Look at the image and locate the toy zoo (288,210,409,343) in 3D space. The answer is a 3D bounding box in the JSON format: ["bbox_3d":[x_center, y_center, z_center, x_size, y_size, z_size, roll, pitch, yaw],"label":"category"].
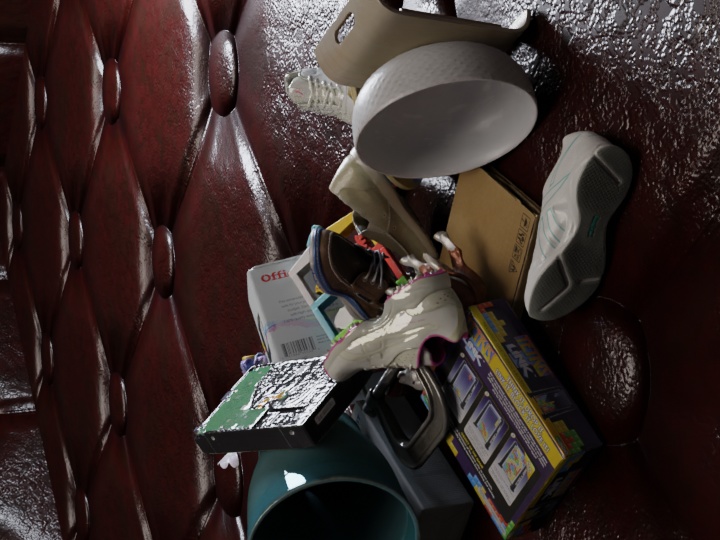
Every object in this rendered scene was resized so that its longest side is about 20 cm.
[{"bbox_3d":[-0.013,0.012,1.605,0.131,0.020,0.200,-42,59,13],"label":"toy zoo"}]

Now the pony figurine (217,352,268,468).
[{"bbox_3d":[-0.129,0.223,1.858,0.193,0.165,0.201,45,-145,-82],"label":"pony figurine"}]

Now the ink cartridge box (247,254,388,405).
[{"bbox_3d":[-0.058,0.083,1.663,0.083,0.145,0.201,94,159,-55],"label":"ink cartridge box"}]

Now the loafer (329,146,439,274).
[{"bbox_3d":[0.028,-0.061,1.477,0.200,0.068,0.076,53,-174,-30],"label":"loafer"}]

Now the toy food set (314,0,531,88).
[{"bbox_3d":[0.067,-0.252,1.335,0.143,0.199,0.061,137,130,-56],"label":"toy food set"}]

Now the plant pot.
[{"bbox_3d":[-0.045,0.267,1.473,0.188,0.199,0.201,-109,27,-59],"label":"plant pot"}]

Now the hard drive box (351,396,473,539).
[{"bbox_3d":[0.048,0.284,1.564,0.200,0.076,0.157,55,138,47],"label":"hard drive box"}]

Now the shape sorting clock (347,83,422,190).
[{"bbox_3d":[0.030,-0.191,1.457,0.039,0.200,0.201,-18,73,25],"label":"shape sorting clock"}]

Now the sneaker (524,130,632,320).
[{"bbox_3d":[0.210,-0.044,1.235,0.080,0.070,0.201,-120,43,-57],"label":"sneaker"}]

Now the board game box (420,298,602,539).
[{"bbox_3d":[0.156,0.160,1.333,0.201,0.056,0.166,59,143,30],"label":"board game box"}]

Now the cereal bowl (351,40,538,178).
[{"bbox_3d":[0.084,-0.181,1.316,0.200,0.199,0.084,132,133,-54],"label":"cereal bowl"}]

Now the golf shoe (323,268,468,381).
[{"bbox_3d":[0.037,0.082,1.353,0.200,0.075,0.092,-41,77,37],"label":"golf shoe"}]

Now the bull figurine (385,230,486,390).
[{"bbox_3d":[0.083,0.051,1.420,0.122,0.065,0.200,56,143,21],"label":"bull figurine"}]

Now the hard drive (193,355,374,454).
[{"bbox_3d":[-0.094,0.160,1.481,0.199,0.140,0.038,-11,117,41],"label":"hard drive"}]

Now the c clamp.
[{"bbox_3d":[0.042,0.144,1.447,0.172,0.027,0.200,67,153,18],"label":"c clamp"}]

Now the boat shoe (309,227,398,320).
[{"bbox_3d":[0.000,0.000,1.471,0.072,0.200,0.073,-5,68,20],"label":"boat shoe"}]

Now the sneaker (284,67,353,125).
[{"bbox_3d":[-0.043,-0.234,1.665,0.200,0.099,0.078,23,113,61],"label":"sneaker"}]

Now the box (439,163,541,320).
[{"bbox_3d":[0.141,-0.010,1.408,0.164,0.021,0.201,50,136,51],"label":"box"}]
